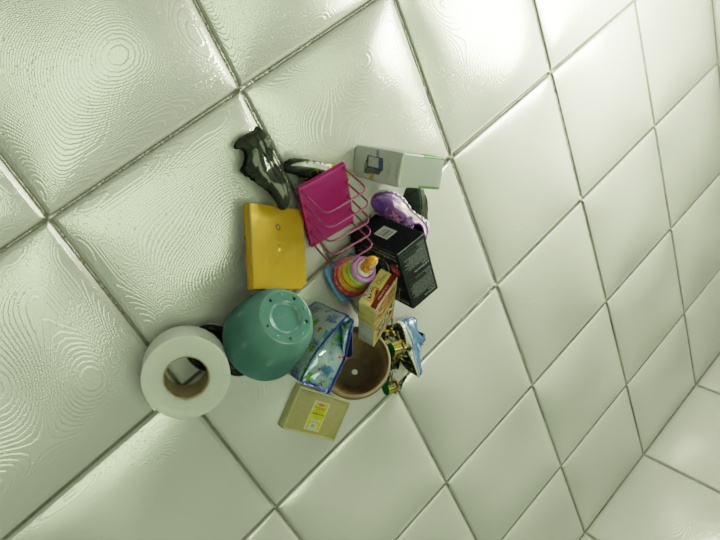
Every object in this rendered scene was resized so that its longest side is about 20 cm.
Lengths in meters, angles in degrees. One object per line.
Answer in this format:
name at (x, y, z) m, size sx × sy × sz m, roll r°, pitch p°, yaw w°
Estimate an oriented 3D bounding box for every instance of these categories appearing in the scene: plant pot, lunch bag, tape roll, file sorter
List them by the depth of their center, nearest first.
tape roll at (-0.401, 0.233, 1.453) m, size 0.199 × 0.071 × 0.206 m, roll -5°, pitch 107°, yaw -16°
plant pot at (-0.198, 0.134, 1.454) m, size 0.198 × 0.161 × 0.203 m, roll 13°, pitch 61°, yaw -24°
file sorter at (-0.054, -0.130, 1.565) m, size 0.138 × 0.125 × 0.201 m, roll -31°, pitch 143°, yaw -19°
lunch bag at (-0.111, 0.189, 1.636) m, size 0.127 × 0.169 × 0.202 m, roll 29°, pitch 83°, yaw -38°
plant pot at (-0.015, 0.265, 1.751) m, size 0.201 × 0.200 × 0.093 m, roll -43°, pitch 159°, yaw -19°

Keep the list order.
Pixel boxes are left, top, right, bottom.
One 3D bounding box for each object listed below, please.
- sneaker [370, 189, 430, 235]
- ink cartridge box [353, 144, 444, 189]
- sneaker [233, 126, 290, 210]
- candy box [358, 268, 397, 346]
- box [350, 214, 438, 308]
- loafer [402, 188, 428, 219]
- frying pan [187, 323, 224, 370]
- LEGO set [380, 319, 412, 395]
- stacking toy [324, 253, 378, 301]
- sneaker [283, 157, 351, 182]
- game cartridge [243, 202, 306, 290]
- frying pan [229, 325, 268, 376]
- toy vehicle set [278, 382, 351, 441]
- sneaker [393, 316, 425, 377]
sneaker at (0.113, -0.141, 1.732) m, size 0.199 × 0.089 × 0.081 m, roll 36°, pitch 115°, yaw -18°
ink cartridge box at (0.095, -0.269, 1.642) m, size 0.144 × 0.199 × 0.089 m, roll -3°, pitch 109°, yaw -37°
sneaker at (-0.231, -0.229, 1.488) m, size 0.090 × 0.076 × 0.202 m, roll -29°, pitch 105°, yaw -17°
candy box at (0.044, 0.101, 1.675) m, size 0.116 × 0.055 × 0.201 m, roll -54°, pitch 161°, yaw -28°
box at (0.090, -0.026, 1.698) m, size 0.104 × 0.199 × 0.184 m, roll -37°, pitch 128°, yaw -23°
loafer at (0.162, -0.162, 1.819) m, size 0.063 × 0.071 × 0.203 m, roll -35°, pitch 131°, yaw -47°
frying pan at (-0.328, 0.162, 1.515) m, size 0.189 × 0.031 × 0.116 m, roll -31°, pitch 110°, yaw -11°
LEGO set at (0.098, 0.247, 1.830) m, size 0.115 × 0.153 × 0.203 m, roll -13°, pitch 114°, yaw -34°
stacking toy at (0.000, 0.000, 1.633) m, size 0.115 × 0.200 × 0.111 m, roll -29°, pitch 88°, yaw -27°
sneaker at (-0.105, -0.228, 1.579) m, size 0.198 × 0.074 × 0.086 m, roll 4°, pitch 101°, yaw -38°
game cartridge at (-0.204, -0.054, 1.523) m, size 0.175 × 0.032 × 0.203 m, roll 3°, pitch 83°, yaw -49°
frying pan at (-0.282, 0.173, 1.588) m, size 0.114 × 0.031 × 0.192 m, roll 29°, pitch 84°, yaw -37°
toy vehicle set at (-0.125, 0.400, 1.779) m, size 0.199 × 0.026 × 0.126 m, roll 27°, pitch 86°, yaw -39°
sneaker at (0.165, 0.231, 1.920) m, size 0.088 × 0.078 × 0.202 m, roll -26°, pitch 118°, yaw -26°
